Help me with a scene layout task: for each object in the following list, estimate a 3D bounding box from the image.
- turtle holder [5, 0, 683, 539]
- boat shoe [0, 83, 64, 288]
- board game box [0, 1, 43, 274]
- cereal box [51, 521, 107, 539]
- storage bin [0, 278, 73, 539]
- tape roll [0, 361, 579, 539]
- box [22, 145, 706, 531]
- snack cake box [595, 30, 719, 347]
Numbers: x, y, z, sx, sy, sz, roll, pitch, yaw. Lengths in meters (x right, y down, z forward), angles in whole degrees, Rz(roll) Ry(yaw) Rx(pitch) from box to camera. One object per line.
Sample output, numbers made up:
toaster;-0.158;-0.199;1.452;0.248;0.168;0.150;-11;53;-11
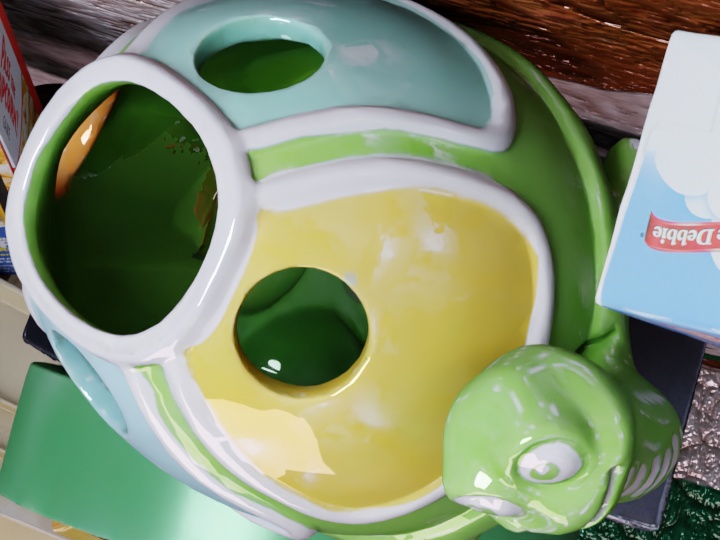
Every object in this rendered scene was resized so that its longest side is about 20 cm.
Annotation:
turtle holder;-0.008;0.011;0.642;0.132;0.141;0.186;15;-137;-49
boat shoe;-0.167;-0.015;1.214;0.071;0.076;0.200;14;-144;13
board game box;-0.193;-0.048;0.938;0.151;0.046;0.200;0;162;1
cereal box;-0.052;0.034;1.073;0.144;0.201;0.039;29;143;-36
storage bin;-0.217;0.063;1.044;0.199;0.094;0.198;-8;157;29
tape roll;-0.024;0.080;0.901;0.200;0.048;0.200;16;178;1
box;0.000;0.000;0.912;0.198;0.124;0.200;17;178;-13
snack cake box;0.156;0.004;0.624;0.115;0.067;0.200;15;178;34
